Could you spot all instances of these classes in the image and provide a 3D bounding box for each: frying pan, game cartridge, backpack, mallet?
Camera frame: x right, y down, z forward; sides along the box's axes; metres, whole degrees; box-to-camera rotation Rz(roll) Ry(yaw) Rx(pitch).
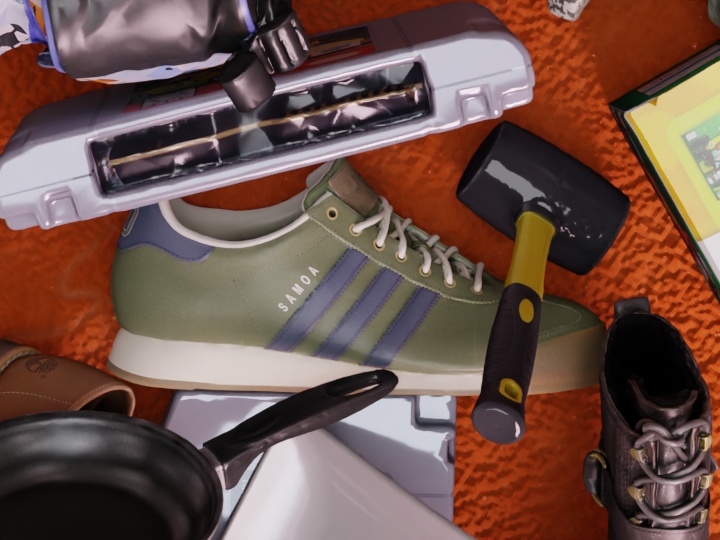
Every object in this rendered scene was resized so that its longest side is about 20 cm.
[{"bbox_3d":[-0.085,0.073,1.002,0.115,0.190,0.031,21,126,29],"label":"frying pan"},{"bbox_3d":[-0.038,-0.061,1.024,0.200,0.133,0.041,-14,97,0],"label":"game cartridge"},{"bbox_3d":[-0.095,-0.150,0.985,0.154,0.191,0.200,-6,92,5],"label":"backpack"},{"bbox_3d":[-0.029,0.144,1.100,0.133,0.040,0.200,1,97,-5],"label":"game cartridge"},{"bbox_3d":[0.070,0.012,1.011,0.066,0.200,0.041,28,119,-14],"label":"mallet"}]

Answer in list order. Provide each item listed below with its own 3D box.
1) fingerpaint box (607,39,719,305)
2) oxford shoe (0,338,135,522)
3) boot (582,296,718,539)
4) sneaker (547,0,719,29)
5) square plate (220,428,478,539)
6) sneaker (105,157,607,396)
[{"bbox_3d":[0.226,-0.042,1.064,0.200,0.073,0.167,-31,96,3],"label":"fingerpaint box"},{"bbox_3d":[-0.145,0.111,1.021,0.071,0.071,0.200,9,56,24],"label":"oxford shoe"},{"bbox_3d":[0.111,0.124,1.008,0.069,0.200,0.174,-5,121,-4],"label":"boot"},{"bbox_3d":[0.155,-0.139,1.060,0.200,0.077,0.089,-4,110,4],"label":"sneaker"},{"bbox_3d":[-0.002,0.184,1.024,0.198,0.028,0.200,32,97,39],"label":"square plate"},{"bbox_3d":[0.000,0.000,1.065,0.200,0.067,0.090,1,99,0],"label":"sneaker"}]
